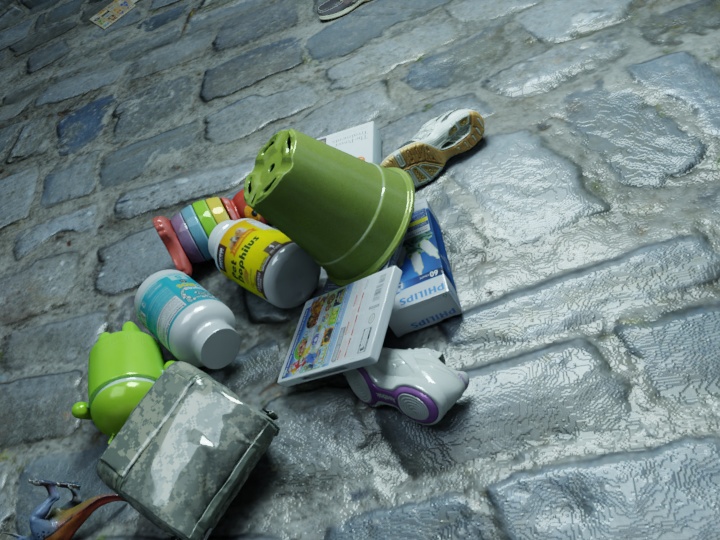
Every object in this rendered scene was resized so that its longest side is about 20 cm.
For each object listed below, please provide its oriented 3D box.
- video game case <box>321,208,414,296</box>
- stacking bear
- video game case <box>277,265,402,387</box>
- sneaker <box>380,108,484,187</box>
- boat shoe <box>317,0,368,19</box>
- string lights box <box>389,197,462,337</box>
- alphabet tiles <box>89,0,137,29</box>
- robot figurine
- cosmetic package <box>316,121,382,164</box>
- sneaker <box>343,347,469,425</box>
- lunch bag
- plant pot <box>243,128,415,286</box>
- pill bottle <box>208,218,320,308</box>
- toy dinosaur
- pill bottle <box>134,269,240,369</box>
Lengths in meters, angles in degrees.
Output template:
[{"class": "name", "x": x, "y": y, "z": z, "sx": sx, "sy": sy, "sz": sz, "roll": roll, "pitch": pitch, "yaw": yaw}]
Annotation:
[{"class": "video game case", "x": 0.000, "y": 0.000, "z": 1.039, "sx": 0.143, "sy": 0.019, "sz": 0.200, "roll": -3, "pitch": 62, "yaw": 54}, {"class": "stacking bear", "x": -0.255, "y": -0.084, "z": 1.266, "sx": 0.200, "sy": 0.122, "sz": 0.114, "roll": -27, "pitch": 16, "yaw": -8}, {"class": "video game case", "x": -0.031, "y": 0.080, "z": 0.969, "sx": 0.200, "sy": 0.018, "sz": 0.143, "roll": -22, "pitch": 40, "yaw": 45}, {"class": "sneaker", "x": 0.116, "y": -0.209, "z": 1.206, "sx": 0.200, "sy": 0.076, "sz": 0.088, "roll": -30, "pitch": 28, "yaw": -3}, {"class": "boat shoe", "x": -0.021, "y": -0.674, "z": 1.693, "sx": 0.200, "sy": 0.065, "sz": 0.072, "roll": -21, "pitch": 46, "yaw": 13}, {"class": "string lights box", "x": 0.077, "y": -0.008, "z": 1.039, "sx": 0.103, "sy": 0.059, "sz": 0.200, "roll": -23, "pitch": 43, "yaw": 14}, {"class": "alphabet tiles", "x": -0.820, "y": -0.898, "z": 2.389, "sx": 0.200, "sy": 0.008, "sz": 0.167, "roll": -42, "pitch": 44, "yaw": -10}, {"class": "robot figurine", "x": -0.358, "y": 0.174, "z": 1.081, "sx": 0.175, "sy": 0.116, "sz": 0.200, "roll": -24, "pitch": 43, "yaw": -3}, {"class": "cosmetic package", "x": -0.061, "y": -0.182, "z": 1.284, "sx": 0.200, "sy": 0.052, "sz": 0.151, "roll": -15, "pitch": 49, "yaw": 18}, {"class": "sneaker", "x": 0.054, "y": 0.139, "z": 0.930, "sx": 0.100, "sy": 0.075, "sz": 0.200, "roll": -30, "pitch": 34, "yaw": -35}, {"class": "lunch bag", "x": -0.218, "y": 0.245, "z": 0.922, "sx": 0.168, "sy": 0.139, "sz": 0.200, "roll": 17, "pitch": 62, "yaw": 40}, {"class": "plant pot", "x": -0.059, "y": -0.104, "z": 1.009, "sx": 0.200, "sy": 0.190, "sz": 0.200, "roll": -35, "pitch": 41, "yaw": 37}, {"class": "pill bottle", "x": -0.165, "y": -0.020, "z": 1.152, "sx": 0.200, "sy": 0.109, "sz": 0.109, "roll": 25, "pitch": 66, "yaw": 42}, {"class": "toy dinosaur", "x": -0.454, "y": 0.385, "z": 0.974, "sx": 0.200, "sy": 0.105, "sz": 0.182, "roll": 6, "pitch": 75, "yaw": 18}, {"class": "pill bottle", "x": -0.272, "y": 0.082, "z": 1.121, "sx": 0.111, "sy": 0.111, "sz": 0.200, "roll": -46, "pitch": 46, "yaw": -15}]
